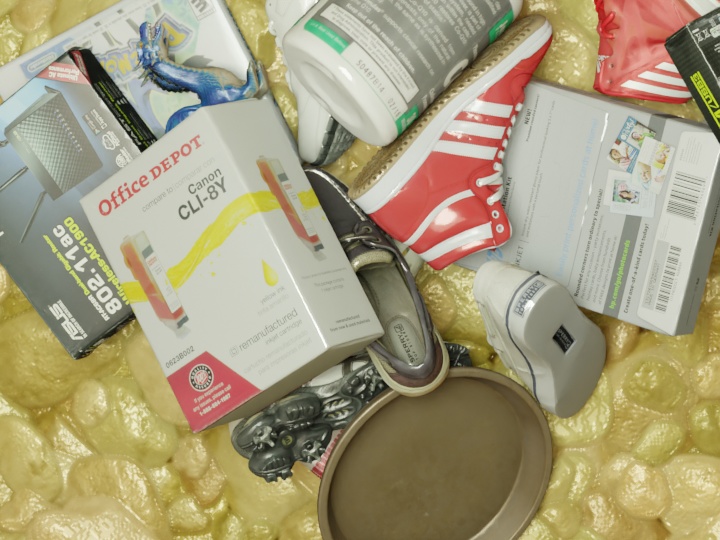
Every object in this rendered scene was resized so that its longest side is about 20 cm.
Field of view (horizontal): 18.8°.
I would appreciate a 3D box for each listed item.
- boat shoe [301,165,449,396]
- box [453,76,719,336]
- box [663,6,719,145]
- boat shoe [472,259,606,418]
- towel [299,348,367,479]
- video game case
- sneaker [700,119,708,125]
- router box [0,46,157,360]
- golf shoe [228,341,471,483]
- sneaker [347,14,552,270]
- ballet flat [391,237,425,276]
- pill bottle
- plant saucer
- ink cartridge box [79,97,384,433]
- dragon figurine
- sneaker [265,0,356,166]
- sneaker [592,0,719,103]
[{"bbox_3d":[0.002,0.000,1.620,0.072,0.065,0.200,-28,76,-9],"label":"boat shoe"},{"bbox_3d":[0.175,-0.053,1.645,0.199,0.041,0.157,18,101,30],"label":"box"},{"bbox_3d":[0.347,-0.128,1.582,0.200,0.048,0.194,-29,89,-24],"label":"box"},{"bbox_3d":[0.130,0.048,1.644,0.070,0.200,0.071,32,81,29],"label":"boat shoe"},{"bbox_3d":[-0.022,0.088,1.745,0.200,0.023,0.144,38,103,3],"label":"towel"},{"bbox_3d":[-0.171,-0.123,1.741,0.199,0.022,0.183,-27,93,12],"label":"video game case"},{"bbox_3d":[0.305,-0.091,1.639,0.199,0.075,0.090,-10,101,10],"label":"sneaker"},{"bbox_3d":[-0.222,-0.054,1.717,0.150,0.062,0.200,-37,91,14],"label":"router box"},{"bbox_3d":[-0.012,0.089,1.696,0.199,0.095,0.078,-17,120,-13],"label":"golf shoe"},{"bbox_3d":[0.095,-0.091,1.633,0.200,0.071,0.112,-46,104,-4],"label":"sneaker"},{"bbox_3d":[0.000,0.000,1.687,0.199,0.074,0.074,-26,93,-1],"label":"ballet flat"},{"bbox_3d":[0.047,-0.197,1.607,0.113,0.113,0.200,44,80,1],"label":"pill bottle"},{"bbox_3d":[0.055,0.160,1.690,0.199,0.029,0.201,-11,118,-21],"label":"plant saucer"},{"bbox_3d":[-0.097,-0.004,1.592,0.145,0.083,0.201,-33,79,32],"label":"ink cartridge box"},{"bbox_3d":[-0.114,-0.104,1.693,0.099,0.059,0.201,-16,95,12],"label":"dragon figurine"},{"bbox_3d":[-0.031,-0.182,1.695,0.087,0.074,0.201,8,95,24],"label":"sneaker"},{"bbox_3d":[0.188,-0.201,1.643,0.200,0.078,0.116,38,101,4],"label":"sneaker"}]
